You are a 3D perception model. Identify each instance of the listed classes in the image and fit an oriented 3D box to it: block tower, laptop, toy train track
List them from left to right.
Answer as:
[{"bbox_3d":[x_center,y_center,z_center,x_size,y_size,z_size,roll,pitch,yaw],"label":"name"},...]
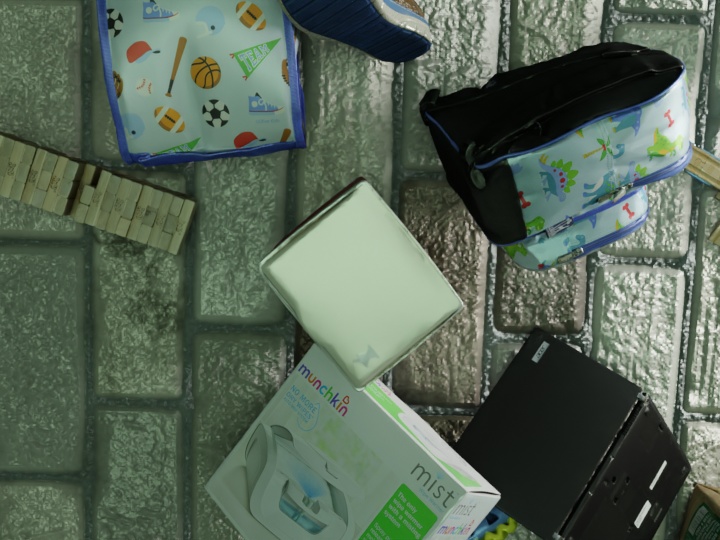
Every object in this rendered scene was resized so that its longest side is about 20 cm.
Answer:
[{"bbox_3d":[-0.253,-0.073,0.765,0.199,0.058,0.054,20,96,-2],"label":"block tower"},{"bbox_3d":[0.207,0.192,0.792,0.177,0.103,0.200,-51,121,-20],"label":"laptop"},{"bbox_3d":[0.346,-0.094,0.786,0.200,0.033,0.115,30,95,-3],"label":"toy train track"}]

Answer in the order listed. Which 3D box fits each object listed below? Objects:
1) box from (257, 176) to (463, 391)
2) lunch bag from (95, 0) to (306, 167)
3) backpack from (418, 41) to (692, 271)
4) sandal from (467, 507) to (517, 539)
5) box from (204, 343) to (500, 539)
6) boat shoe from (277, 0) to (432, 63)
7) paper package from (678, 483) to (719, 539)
[{"bbox_3d":[0.000,0.000,0.705,0.109,0.200,0.128,-39,97,4],"label":"box"},{"bbox_3d":[-0.136,-0.197,0.719,0.169,0.124,0.201,-6,88,0],"label":"lunch bag"},{"bbox_3d":[0.179,-0.106,0.712,0.199,0.183,0.147,-24,120,1],"label":"backpack"},{"bbox_3d":[0.075,0.255,0.802,0.200,0.080,0.087,-27,70,-6],"label":"sandal"},{"bbox_3d":[-0.009,0.199,0.737,0.200,0.097,0.177,41,96,31],"label":"box"},{"bbox_3d":[-0.011,-0.239,0.697,0.072,0.200,0.073,-20,75,27],"label":"boat shoe"},{"bbox_3d":[0.405,0.339,0.804,0.190,0.103,0.201,14,97,-3],"label":"paper package"}]
